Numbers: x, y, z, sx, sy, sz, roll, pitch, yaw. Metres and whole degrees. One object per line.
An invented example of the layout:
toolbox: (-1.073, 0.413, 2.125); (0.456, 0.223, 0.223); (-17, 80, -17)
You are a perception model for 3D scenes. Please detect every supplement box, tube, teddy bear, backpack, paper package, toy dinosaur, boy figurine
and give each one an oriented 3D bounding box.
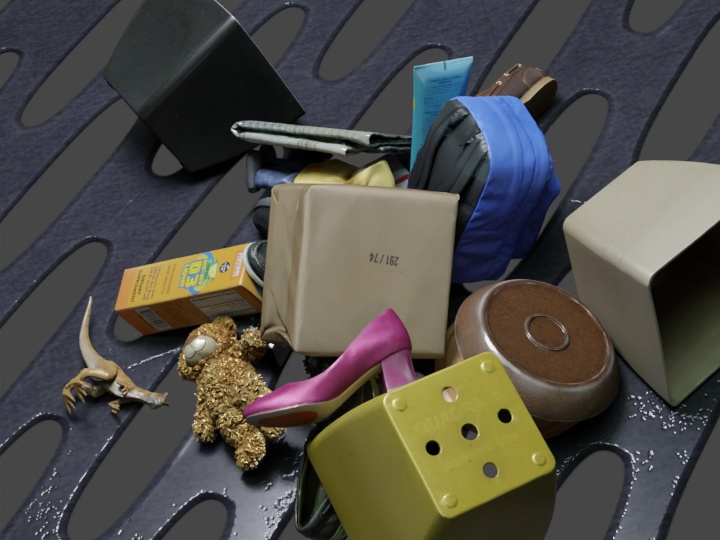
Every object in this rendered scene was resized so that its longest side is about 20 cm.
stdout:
supplement box: (-0.199, 0.023, 1.715); (0.198, 0.069, 0.067); (-11, 52, 28)
tube: (0.093, -0.179, 1.756); (0.077, 0.201, 0.051); (-16, 50, -19)
teddy bear: (-0.150, 0.136, 1.627); (0.145, 0.066, 0.202); (-41, 58, 34)
backpack: (0.150, -0.112, 1.696); (0.166, 0.202, 0.163); (-9, 47, -28)
paper package: (0.000, 0.000, 1.591); (0.198, 0.194, 0.103); (3, 2, -28)
toy dinosaur: (-0.314, 0.125, 1.715); (0.106, 0.061, 0.199); (-23, 51, -41)
boy figurine: (-0.051, -0.116, 1.796); (0.198, 0.065, 0.124); (9, 24, 29)

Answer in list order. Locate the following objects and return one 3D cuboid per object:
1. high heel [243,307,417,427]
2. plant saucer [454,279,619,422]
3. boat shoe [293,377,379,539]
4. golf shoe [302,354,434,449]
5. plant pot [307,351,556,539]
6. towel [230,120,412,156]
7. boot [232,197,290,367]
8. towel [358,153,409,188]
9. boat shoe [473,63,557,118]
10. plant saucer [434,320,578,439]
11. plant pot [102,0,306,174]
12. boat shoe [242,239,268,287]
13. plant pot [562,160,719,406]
high heel: (-0.037, 0.104, 1.505); (0.197, 0.068, 0.097); (-14, 69, -10)
plant saucer: (0.203, 0.079, 1.571); (0.198, 0.035, 0.202); (13, 43, -13)
boat shoe: (-0.027, 0.194, 1.532); (0.072, 0.065, 0.203); (-2, 73, 33)
golf shoe: (0.016, 0.142, 1.622); (0.088, 0.078, 0.199); (-30, 54, -36)
plant pot: (0.087, 0.196, 1.421); (0.198, 0.177, 0.202); (-20, 69, -22)
towel: (-0.038, -0.167, 1.824); (0.197, 0.192, 0.035); (7, 96, 23)
boot: (-0.115, 0.012, 1.755); (0.164, 0.066, 0.202); (9, 64, 43)
towel: (0.032, -0.058, 1.806); (0.143, 0.023, 0.200); (-28, 52, -14)
boat shoe: (0.175, -0.204, 1.865); (0.070, 0.071, 0.200); (35, 56, 25)
plant saucer: (0.183, 0.106, 1.631); (0.197, 0.033, 0.202); (-5, 50, 6)
plant pot: (-0.226, -0.255, 1.911); (0.177, 0.200, 0.200); (-43, 46, -2)
boat shoe: (-0.041, 0.008, 1.663); (0.198, 0.066, 0.075); (29, 55, -19)
plant pot: (0.344, -0.011, 1.599); (0.199, 0.201, 0.177); (-36, 42, -18)
